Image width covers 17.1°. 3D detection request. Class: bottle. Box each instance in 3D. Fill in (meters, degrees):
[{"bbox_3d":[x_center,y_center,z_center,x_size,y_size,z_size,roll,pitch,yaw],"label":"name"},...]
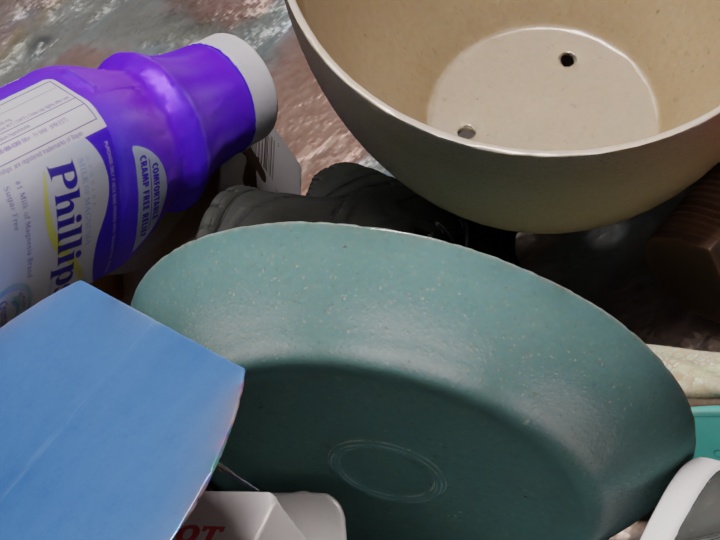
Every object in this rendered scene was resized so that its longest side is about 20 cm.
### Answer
[{"bbox_3d":[-0.115,-0.033,0.899,0.065,0.084,0.200,31,44,30],"label":"bottle"}]

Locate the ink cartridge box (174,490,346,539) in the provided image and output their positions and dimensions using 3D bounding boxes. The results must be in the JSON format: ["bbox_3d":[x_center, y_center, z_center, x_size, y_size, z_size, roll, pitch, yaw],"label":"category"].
[{"bbox_3d":[-0.076,0.169,0.805,0.128,0.125,0.200,-2,47,36],"label":"ink cartridge box"}]

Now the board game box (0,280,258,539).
[{"bbox_3d":[-0.106,0.087,0.782,0.158,0.039,0.200,-50,30,-11],"label":"board game box"}]

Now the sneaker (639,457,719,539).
[{"bbox_3d":[0.121,0.147,0.742,0.099,0.071,0.200,4,53,33],"label":"sneaker"}]

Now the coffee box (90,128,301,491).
[{"bbox_3d":[-0.094,0.025,0.984,0.114,0.080,0.200,-12,52,20],"label":"coffee box"}]

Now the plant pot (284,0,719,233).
[{"bbox_3d":[0.071,-0.092,0.916,0.200,0.135,0.201,-1,60,2],"label":"plant pot"}]

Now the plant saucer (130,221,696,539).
[{"bbox_3d":[0.012,0.055,0.813,0.200,0.200,0.036,-4,53,31],"label":"plant saucer"}]

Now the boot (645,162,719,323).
[{"bbox_3d":[0.216,-0.029,0.867,0.155,0.074,0.200,-42,42,-19],"label":"boot"}]

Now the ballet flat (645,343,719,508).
[{"bbox_3d":[0.102,0.055,0.875,0.200,0.068,0.062,9,26,35],"label":"ballet flat"}]

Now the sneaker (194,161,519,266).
[{"bbox_3d":[0.000,0.000,0.928,0.091,0.076,0.200,7,20,24],"label":"sneaker"}]
